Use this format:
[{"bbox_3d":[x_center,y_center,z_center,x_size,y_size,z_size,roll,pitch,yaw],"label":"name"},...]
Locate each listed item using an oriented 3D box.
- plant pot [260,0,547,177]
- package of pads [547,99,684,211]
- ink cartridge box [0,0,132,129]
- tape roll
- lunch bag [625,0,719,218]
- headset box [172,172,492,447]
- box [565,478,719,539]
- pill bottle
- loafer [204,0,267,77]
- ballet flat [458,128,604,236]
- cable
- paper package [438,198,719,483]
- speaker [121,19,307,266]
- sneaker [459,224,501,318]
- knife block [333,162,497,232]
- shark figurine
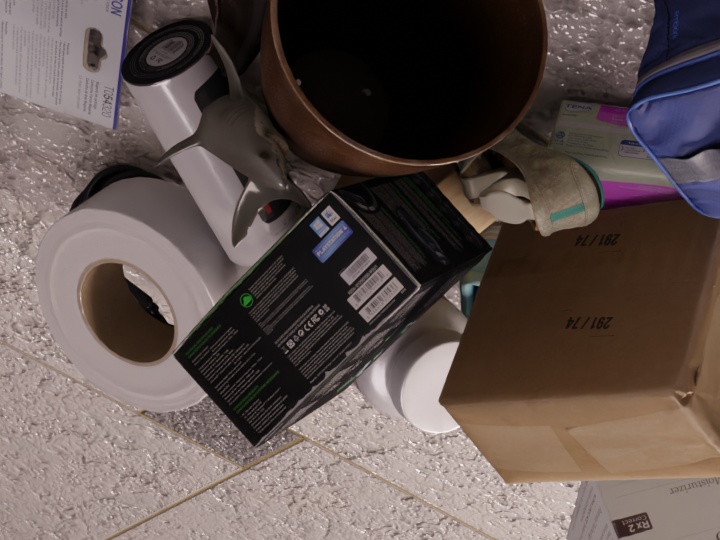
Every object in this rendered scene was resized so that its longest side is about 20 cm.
[{"bbox_3d":[0.005,-0.141,1.102,0.187,0.187,0.200,25,164,-11],"label":"plant pot"},{"bbox_3d":[0.231,-0.041,1.218,0.154,0.068,0.200,9,148,18],"label":"package of pads"},{"bbox_3d":[-0.273,-0.209,1.243,0.200,0.043,0.196,18,148,-3],"label":"ink cartridge box"},{"bbox_3d":[-0.186,0.023,1.394,0.202,0.071,0.203,15,124,23],"label":"tape roll"},{"bbox_3d":[0.280,-0.117,1.012,0.200,0.132,0.136,-14,137,42],"label":"lunch bag"},{"bbox_3d":[-0.013,0.019,1.155,0.093,0.200,0.174,48,111,7],"label":"headset box"},{"bbox_3d":[0.313,0.250,1.495,0.199,0.131,0.200,-13,149,-9],"label":"box"},{"bbox_3d":[0.031,0.058,1.349,0.109,0.109,0.200,40,-179,-31],"label":"pill bottle"},{"bbox_3d":[-0.081,-0.214,1.118,0.071,0.073,0.200,31,146,2],"label":"loafer"},{"bbox_3d":[0.105,-0.070,1.159,0.200,0.062,0.068,31,145,66],"label":"ballet flat"},{"bbox_3d":[-0.192,0.002,1.456,0.163,0.051,0.200,9,125,22],"label":"cable"},{"bbox_3d":[0.183,0.050,1.137,0.200,0.191,0.103,-9,135,38],"label":"paper package"},{"bbox_3d":[-0.112,-0.098,1.269,0.081,0.081,0.200,-1,135,29],"label":"speaker"},{"bbox_3d":[0.122,0.062,1.377,0.074,0.082,0.200,4,129,36],"label":"sneaker"},{"bbox_3d":[0.000,0.000,1.284,0.064,0.176,0.200,39,157,-32],"label":"knife block"},{"bbox_3d":[-0.104,-0.087,1.163,0.128,0.089,0.214,58,175,5],"label":"shark figurine"}]
